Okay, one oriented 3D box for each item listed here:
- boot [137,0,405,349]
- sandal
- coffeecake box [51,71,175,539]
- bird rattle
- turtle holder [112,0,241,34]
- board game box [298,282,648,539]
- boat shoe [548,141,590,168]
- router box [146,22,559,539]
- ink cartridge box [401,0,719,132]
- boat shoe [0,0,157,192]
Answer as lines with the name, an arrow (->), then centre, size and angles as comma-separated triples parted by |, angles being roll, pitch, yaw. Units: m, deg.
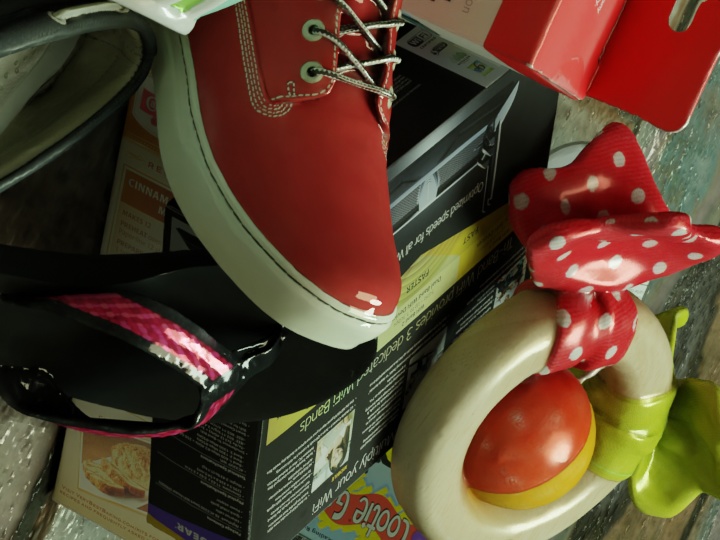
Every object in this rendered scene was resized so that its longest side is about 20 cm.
boot -> -0.002, -0.084, 0.976 | 0.072, 0.201, 0.144 | 21, 127, -40
sandal -> -0.091, 0.028, 0.985 | 0.045, 0.199, 0.075 | -104, -154, -49
coffeecake box -> -0.040, 0.000, 1.199 | 0.153, 0.073, 0.201 | -30, 139, -53
bird rattle -> 0.085, 0.050, 1.170 | 0.163, 0.113, 0.200 | -40, 150, -9
turtle holder -> -0.067, -0.152, 0.926 | 0.141, 0.185, 0.132 | 22, 94, -36
board game box -> 0.054, 0.052, 1.423 | 0.201, 0.103, 0.105 | -67, 159, 6
boat shoe -> 0.082, 0.026, 1.526 | 0.070, 0.071, 0.201 | -127, -123, -84
router box -> 0.000, 0.000, 1.122 | 0.200, 0.052, 0.158 | -39, 147, -42
ink cartridge box -> 0.047, -0.142, 1.072 | 0.117, 0.199, 0.067 | -65, 157, 2
boat shoe -> -0.142, -0.046, 0.938 | 0.200, 0.060, 0.076 | -44, 150, -41
